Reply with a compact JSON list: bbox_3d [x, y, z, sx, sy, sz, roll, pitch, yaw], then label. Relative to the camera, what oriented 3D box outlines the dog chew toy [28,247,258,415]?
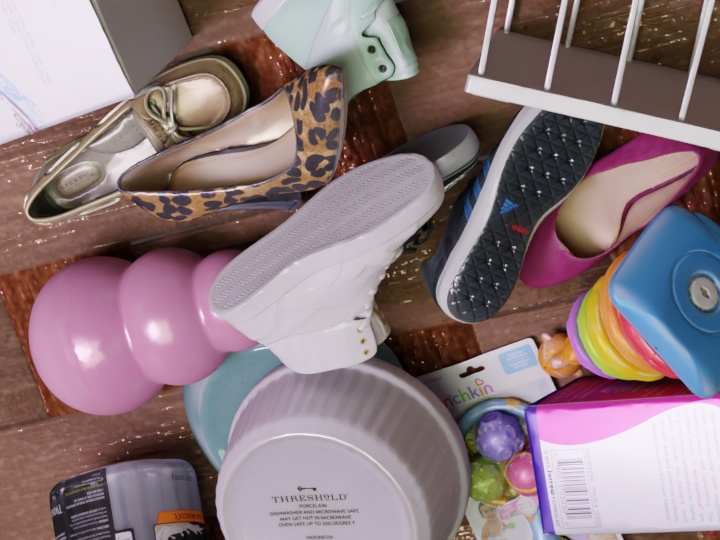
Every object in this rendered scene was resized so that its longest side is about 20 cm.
[{"bbox_3d":[-0.154,0.038,1.560,0.199,0.125,0.125,-16,109,15],"label":"dog chew toy"}]

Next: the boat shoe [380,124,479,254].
[{"bbox_3d":[0.018,-0.038,1.516,0.199,0.070,0.066,-32,110,24],"label":"boat shoe"}]

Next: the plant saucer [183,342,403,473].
[{"bbox_3d":[-0.054,0.118,1.611,0.199,0.036,0.201,7,116,15],"label":"plant saucer"}]

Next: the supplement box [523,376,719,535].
[{"bbox_3d":[0.236,0.132,1.483,0.199,0.103,0.102,-5,97,31],"label":"supplement box"}]

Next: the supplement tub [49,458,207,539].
[{"bbox_3d":[-0.176,0.260,1.616,0.122,0.122,0.201,-16,77,19],"label":"supplement tub"}]

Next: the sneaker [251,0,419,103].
[{"bbox_3d":[0.024,-0.206,1.435,0.118,0.074,0.200,46,125,-1],"label":"sneaker"}]

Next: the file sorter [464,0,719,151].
[{"bbox_3d":[0.189,-0.174,1.376,0.199,0.139,0.125,14,112,7],"label":"file sorter"}]

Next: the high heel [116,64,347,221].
[{"bbox_3d":[-0.092,-0.091,1.450,0.142,0.072,0.200,-1,154,-19],"label":"high heel"}]

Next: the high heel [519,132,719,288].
[{"bbox_3d":[0.179,-0.046,1.455,0.067,0.096,0.200,39,116,-5],"label":"high heel"}]

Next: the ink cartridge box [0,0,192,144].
[{"bbox_3d":[-0.254,-0.184,1.473,0.199,0.147,0.147,-17,107,20],"label":"ink cartridge box"}]

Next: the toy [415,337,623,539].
[{"bbox_3d":[0.121,0.165,1.587,0.115,0.047,0.201,-20,107,20],"label":"toy"}]

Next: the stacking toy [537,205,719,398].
[{"bbox_3d":[0.194,0.043,1.481,0.116,0.110,0.200,46,147,-8],"label":"stacking toy"}]

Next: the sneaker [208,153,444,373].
[{"bbox_3d":[0.000,0.000,1.477,0.199,0.074,0.116,-32,129,21],"label":"sneaker"}]

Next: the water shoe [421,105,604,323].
[{"bbox_3d":[0.103,-0.061,1.478,0.071,0.079,0.201,27,98,-30],"label":"water shoe"}]

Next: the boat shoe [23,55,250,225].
[{"bbox_3d":[-0.172,-0.095,1.537,0.200,0.063,0.073,-25,105,22],"label":"boat shoe"}]

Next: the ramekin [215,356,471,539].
[{"bbox_3d":[-0.020,0.173,1.551,0.201,0.094,0.204,7,116,14],"label":"ramekin"}]

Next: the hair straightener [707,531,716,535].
[{"bbox_3d":[0.279,0.106,1.526,0.077,0.041,0.201,25,119,2],"label":"hair straightener"}]
